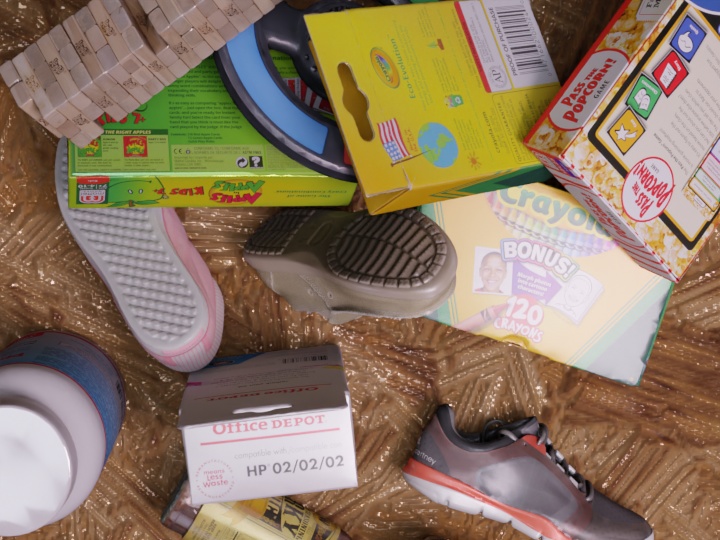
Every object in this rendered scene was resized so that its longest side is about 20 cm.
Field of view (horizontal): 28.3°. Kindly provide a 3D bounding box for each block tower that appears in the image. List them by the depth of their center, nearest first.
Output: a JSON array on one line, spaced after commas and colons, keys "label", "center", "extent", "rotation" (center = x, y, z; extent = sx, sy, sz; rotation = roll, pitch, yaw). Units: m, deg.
[{"label": "block tower", "center": [-0.131, -0.159, 0.919], "extent": [0.199, 0.058, 0.054], "rotation": [-36, 67, 5]}]

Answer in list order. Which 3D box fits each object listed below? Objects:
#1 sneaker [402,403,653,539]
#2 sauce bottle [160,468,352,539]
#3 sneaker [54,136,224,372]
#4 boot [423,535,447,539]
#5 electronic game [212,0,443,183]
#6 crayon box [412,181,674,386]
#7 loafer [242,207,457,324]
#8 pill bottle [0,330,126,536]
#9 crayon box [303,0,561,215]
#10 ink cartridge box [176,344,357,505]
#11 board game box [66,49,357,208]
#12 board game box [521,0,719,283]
[{"label": "sneaker", "center": [0.134, 0.155, 1.067], "extent": [0.197, 0.077, 0.083], "rotation": [19, 90, -6]}, {"label": "sauce bottle", "center": [-0.051, 0.208, 1.068], "extent": [0.198, 0.065, 0.065], "rotation": [29, 95, -8]}, {"label": "sneaker", "center": [-0.158, -0.014, 1.034], "extent": [0.075, 0.105, 0.202], "rotation": [-26, 69, -2]}, {"label": "boot", "center": [0.125, 0.266, 1.032], "extent": [0.198, 0.166, 0.073], "rotation": [26, 96, -6]}, {"label": "electronic game", "center": [-0.010, -0.152, 0.986], "extent": [0.197, 0.042, 0.203], "rotation": [12, 61, -22]}, {"label": "crayon box", "center": [0.127, -0.005, 1.051], "extent": [0.197, 0.058, 0.120], "rotation": [18, 96, -5]}, {"label": "loafer", "center": [0.000, 0.000, 0.998], "extent": [0.076, 0.199, 0.069], "rotation": [-49, 125, -22]}, {"label": "pill bottle", "center": [-0.224, 0.110, 0.975], "extent": [0.107, 0.200, 0.111], "rotation": [0, 97, -3]}, {"label": "crayon box", "center": [0.048, -0.113, 0.950], "extent": [0.198, 0.051, 0.129], "rotation": [-12, 78, -38]}, {"label": "ink cartridge box", "center": [-0.063, 0.108, 0.984], "extent": [0.113, 0.200, 0.069], "rotation": [-6, 98, -2]}, {"label": "board game box", "center": [-0.105, -0.099, 0.994], "extent": [0.197, 0.048, 0.103], "rotation": [-1, 66, -13]}, {"label": "board game box", "center": [0.221, -0.117, 0.969], "extent": [0.151, 0.046, 0.201], "rotation": [41, 84, -33]}]
